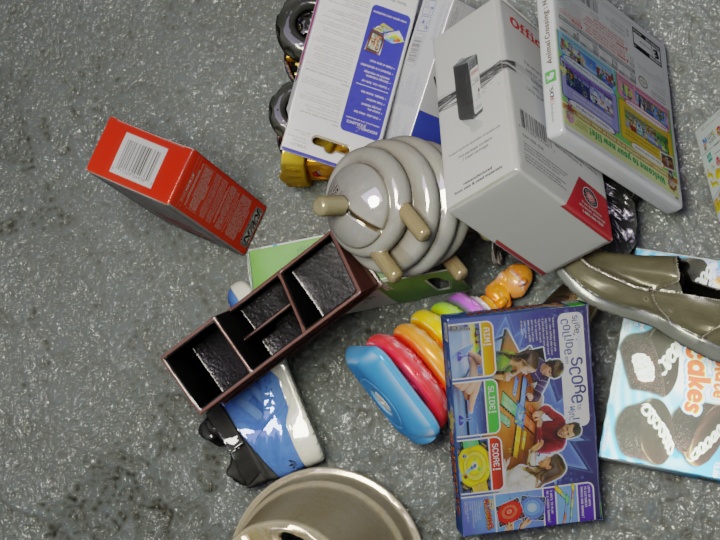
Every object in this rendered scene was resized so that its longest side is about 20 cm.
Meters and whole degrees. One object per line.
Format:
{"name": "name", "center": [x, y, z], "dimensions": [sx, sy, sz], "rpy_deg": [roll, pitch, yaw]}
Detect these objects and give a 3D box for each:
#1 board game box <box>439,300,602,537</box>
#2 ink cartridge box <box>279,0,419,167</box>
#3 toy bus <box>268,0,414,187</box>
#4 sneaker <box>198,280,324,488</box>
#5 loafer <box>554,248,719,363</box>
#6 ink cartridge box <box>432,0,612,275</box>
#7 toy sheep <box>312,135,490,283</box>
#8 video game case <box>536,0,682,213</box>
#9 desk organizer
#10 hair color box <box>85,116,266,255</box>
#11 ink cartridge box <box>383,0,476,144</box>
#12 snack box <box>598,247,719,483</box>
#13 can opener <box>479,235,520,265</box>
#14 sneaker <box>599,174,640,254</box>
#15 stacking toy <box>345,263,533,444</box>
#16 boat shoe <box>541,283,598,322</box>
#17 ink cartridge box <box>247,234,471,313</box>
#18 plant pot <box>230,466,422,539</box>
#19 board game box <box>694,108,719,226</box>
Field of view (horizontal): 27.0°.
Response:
{"name": "board game box", "center": [0.148, 0.134, 1.370], "dimensions": [0.134, 0.034, 0.203], "rpy_deg": [-5, 96, -8]}
{"name": "ink cartridge box", "center": [-0.010, -0.193, 1.430], "dimensions": [0.094, 0.037, 0.202], "rpy_deg": [17, 78, -11]}
{"name": "toy bus", "center": [0.008, -0.183, 1.509], "dimensions": [0.190, 0.136, 0.202], "rpy_deg": [6, 80, 1]}
{"name": "sneaker", "center": [-0.121, 0.117, 1.491], "dimensions": [0.110, 0.077, 0.202], "rpy_deg": [-23, 78, 0]}
{"name": "loafer", "center": [0.268, 0.011, 1.356], "dimensions": [0.198, 0.075, 0.070], "rpy_deg": [25, 114, 11]}
{"name": "ink cartridge box", "center": [0.144, -0.121, 1.347], "dimensions": [0.083, 0.144, 0.202], "rpy_deg": [-28, 48, 33]}
{"name": "toy sheep", "center": [0.036, -0.056, 1.340], "dimensions": [0.137, 0.199, 0.140], "rpy_deg": [-2, 86, 41]}
{"name": "video game case", "center": [0.229, -0.168, 1.382], "dimensions": [0.022, 0.199, 0.184], "rpy_deg": [-21, 58, 37]}
{"name": "desk organizer", "center": [-0.084, 0.046, 1.393], "dimensions": [0.199, 0.077, 0.072], "rpy_deg": [-37, 87, 14]}
{"name": "hair color box", "center": [-0.179, -0.081, 1.490], "dimensions": [0.101, 0.200, 0.062], "rpy_deg": [23, 83, 20]}
{"name": "ink cartridge box", "center": [0.077, -0.157, 1.456], "dimensions": [0.044, 0.093, 0.202], "rpy_deg": [20, 92, 46]}
{"name": "snack box", "center": [0.296, 0.087, 1.396], "dimensions": [0.115, 0.037, 0.202], "rpy_deg": [9, 79, 17]}
{"name": "can opener", "center": [0.148, -0.100, 1.478], "dimensions": [0.066, 0.053, 0.202], "rpy_deg": [-3, 74, 14]}
{"name": "sneaker", "center": [0.207, -0.095, 1.453], "dimensions": [0.104, 0.060, 0.200], "rpy_deg": [-46, 73, -3]}
{"name": "stacking toy", "center": [0.093, 0.063, 1.440], "dimensions": [0.200, 0.116, 0.110], "rpy_deg": [-40, 98, -14]}
{"name": "boat shoe", "center": [0.174, 0.098, 1.423], "dimensions": [0.076, 0.072, 0.201], "rpy_deg": [39, 89, -5]}
{"name": "ink cartridge box", "center": [0.000, 0.000, 1.469], "dimensions": [0.198, 0.104, 0.060], "rpy_deg": [-11, 75, 14]}
{"name": "plant pot", "center": [-0.051, 0.285, 1.356], "dimensions": [0.198, 0.183, 0.203], "rpy_deg": [-1, 87, 12]}
{"name": "board game box", "center": [0.391, -0.057, 1.349], "dimensions": [0.102, 0.105, 0.202], "rpy_deg": [-5, 73, -18]}
